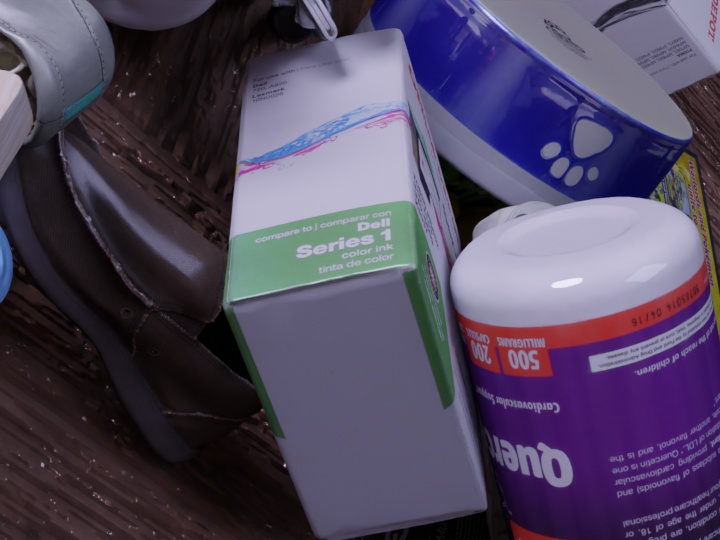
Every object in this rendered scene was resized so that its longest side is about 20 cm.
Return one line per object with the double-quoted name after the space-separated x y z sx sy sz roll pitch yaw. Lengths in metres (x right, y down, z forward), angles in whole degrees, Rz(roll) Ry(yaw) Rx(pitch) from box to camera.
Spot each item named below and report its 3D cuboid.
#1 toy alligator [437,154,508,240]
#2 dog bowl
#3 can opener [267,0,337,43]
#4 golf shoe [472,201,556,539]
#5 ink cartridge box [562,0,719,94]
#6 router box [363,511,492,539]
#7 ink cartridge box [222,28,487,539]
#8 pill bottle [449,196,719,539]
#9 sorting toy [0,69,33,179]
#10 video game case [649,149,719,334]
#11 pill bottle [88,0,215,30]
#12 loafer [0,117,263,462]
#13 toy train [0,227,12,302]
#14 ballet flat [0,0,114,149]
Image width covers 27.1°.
0.083 -0.053 0.931 0.200 0.054 0.060 16 61 -45 "toy alligator"
0.096 -0.110 0.886 0.200 0.079 0.200 32 22 -15 "dog bowl"
-0.023 -0.150 0.762 0.053 0.067 0.200 56 2 -12 "can opener"
0.089 0.063 0.781 0.078 0.097 0.201 -1 98 -21 "golf shoe"
0.196 -0.246 1.141 0.200 0.084 0.145 43 43 -27 "ink cartridge box"
0.069 0.180 0.798 0.157 0.052 0.201 39 46 -31 "router box"
0.000 0.000 0.701 0.200 0.084 0.145 -91 166 -53 "ink cartridge box"
0.113 0.075 0.678 0.112 0.112 0.201 -36 117 -52 "pill bottle"
-0.228 -0.020 0.426 0.070 0.198 0.200 87 16 -47 "sorting toy"
0.203 -0.022 1.085 0.180 0.025 0.201 21 56 -43 "video game case"
-0.085 -0.223 0.768 0.114 0.114 0.200 48 42 -23 "pill bottle"
-0.091 -0.005 0.640 0.073 0.071 0.200 -100 168 -50 "loafer"
-0.202 0.016 0.522 0.114 0.086 0.200 50 41 -30 "toy train"
-0.189 -0.098 0.545 0.199 0.068 0.064 19 42 8 "ballet flat"
